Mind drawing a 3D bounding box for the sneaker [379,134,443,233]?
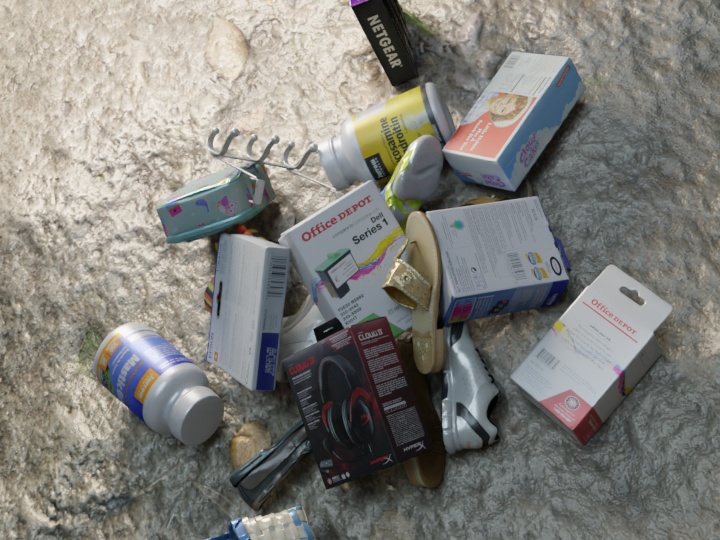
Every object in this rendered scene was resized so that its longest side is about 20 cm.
[{"bbox_3d":[0.047,-0.109,1.694,0.105,0.075,0.203,31,102,51],"label":"sneaker"}]

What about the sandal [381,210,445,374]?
[{"bbox_3d":[0.062,0.029,1.519,0.077,0.069,0.215,-13,82,61],"label":"sandal"}]

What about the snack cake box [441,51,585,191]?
[{"bbox_3d":[0.221,-0.217,1.677,0.114,0.067,0.201,18,66,47],"label":"snack cake box"}]

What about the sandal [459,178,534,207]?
[{"bbox_3d":[0.158,-0.069,1.659,0.198,0.054,0.081,-29,55,8],"label":"sandal"}]

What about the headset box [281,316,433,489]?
[{"bbox_3d":[-0.010,0.161,1.503,0.148,0.074,0.203,-27,79,43],"label":"headset box"}]

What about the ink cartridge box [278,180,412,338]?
[{"bbox_3d":[0.000,0.000,1.598,0.144,0.084,0.202,-32,92,-13],"label":"ink cartridge box"}]

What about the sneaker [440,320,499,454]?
[{"bbox_3d":[0.146,0.144,1.549,0.079,0.074,0.203,-5,66,10],"label":"sneaker"}]

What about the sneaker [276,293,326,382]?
[{"bbox_3d":[-0.055,0.091,1.671,0.199,0.078,0.100,-39,60,12],"label":"sneaker"}]

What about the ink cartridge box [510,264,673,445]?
[{"bbox_3d":[0.302,0.105,1.489,0.200,0.068,0.116,-48,55,-3],"label":"ink cartridge box"}]

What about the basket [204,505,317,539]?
[{"bbox_3d":[-0.136,0.404,1.476,0.197,0.140,0.178,-14,52,-19],"label":"basket"}]

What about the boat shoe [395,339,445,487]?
[{"bbox_3d":[0.059,0.197,1.558,0.069,0.073,0.203,-28,60,34],"label":"boat shoe"}]

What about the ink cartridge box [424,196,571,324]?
[{"bbox_3d":[0.191,-0.017,1.563,0.197,0.077,0.138,-9,62,-13],"label":"ink cartridge box"}]

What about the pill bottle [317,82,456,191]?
[{"bbox_3d":[0.041,-0.193,1.747,0.198,0.112,0.113,-22,56,13],"label":"pill bottle"}]

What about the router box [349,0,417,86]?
[{"bbox_3d":[0.027,-0.409,1.817,0.050,0.200,0.151,-18,57,12],"label":"router box"}]

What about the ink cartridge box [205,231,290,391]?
[{"bbox_3d":[-0.161,0.053,1.655,0.199,0.040,0.203,19,104,63],"label":"ink cartridge box"}]

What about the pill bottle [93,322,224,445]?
[{"bbox_3d":[-0.292,0.169,1.707,0.199,0.112,0.113,32,80,35],"label":"pill bottle"}]

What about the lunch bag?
[{"bbox_3d":[-0.223,-0.105,1.787,0.158,0.200,0.078,-20,101,13],"label":"lunch bag"}]

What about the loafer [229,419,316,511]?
[{"bbox_3d":[-0.085,0.251,1.600,0.199,0.072,0.063,-37,75,1],"label":"loafer"}]

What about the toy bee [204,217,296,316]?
[{"bbox_3d":[-0.174,-0.020,1.758,0.130,0.109,0.202,16,71,33],"label":"toy bee"}]

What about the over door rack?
[{"bbox_3d":[-0.120,-0.154,1.687,0.200,0.146,0.067,47,123,50],"label":"over door rack"}]
